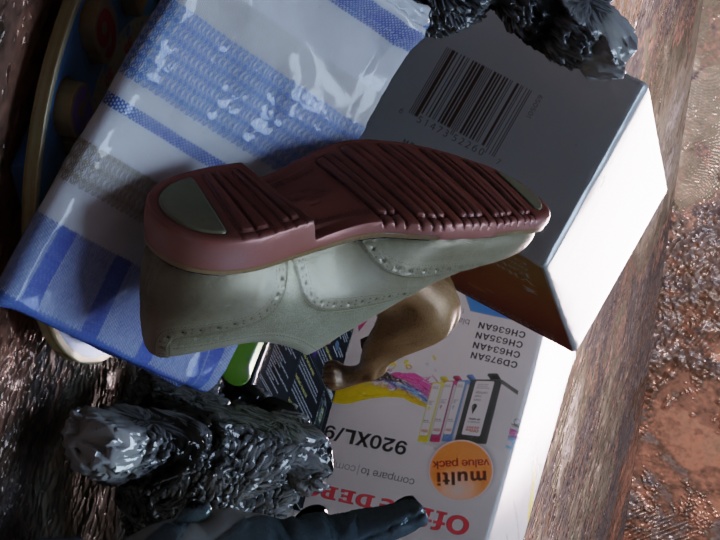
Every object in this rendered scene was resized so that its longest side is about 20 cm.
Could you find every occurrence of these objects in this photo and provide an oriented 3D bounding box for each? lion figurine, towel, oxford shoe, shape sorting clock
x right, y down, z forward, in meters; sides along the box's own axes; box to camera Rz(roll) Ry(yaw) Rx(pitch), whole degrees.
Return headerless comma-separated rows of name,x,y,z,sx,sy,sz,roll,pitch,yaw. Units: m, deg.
lion figurine,0.000,0.000,1.416,0.200,0.122,0.073,28,55,-54
towel,-0.058,-0.050,1.193,0.200,0.024,0.147,-59,143,1
oxford shoe,-0.010,-0.007,1.208,0.200,0.071,0.074,-6,124,-32
shape sorting clock,-0.100,-0.058,1.238,0.200,0.039,0.200,12,90,-79

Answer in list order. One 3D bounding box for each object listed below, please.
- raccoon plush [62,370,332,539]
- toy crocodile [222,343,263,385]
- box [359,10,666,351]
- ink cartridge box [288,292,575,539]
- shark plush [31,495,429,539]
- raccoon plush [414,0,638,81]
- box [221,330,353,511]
raccoon plush,-0.103,0.119,1.338,0.200,0.097,0.134,7,108,-53
toy crocodile,-0.045,-0.042,1.283,0.068,0.062,0.200,-67,164,-64
box,0.064,-0.056,1.475,0.106,0.152,0.200,-60,165,-8
ink cartridge box,0.036,0.099,1.771,0.145,0.147,0.200,75,29,-65
shark plush,-0.064,0.153,1.246,0.083,0.200,0.091,56,-29,35
raccoon plush,0.010,-0.115,1.329,0.134,0.200,0.097,-43,-171,39
box,-0.045,0.028,1.573,0.200,0.043,0.160,68,35,-69
